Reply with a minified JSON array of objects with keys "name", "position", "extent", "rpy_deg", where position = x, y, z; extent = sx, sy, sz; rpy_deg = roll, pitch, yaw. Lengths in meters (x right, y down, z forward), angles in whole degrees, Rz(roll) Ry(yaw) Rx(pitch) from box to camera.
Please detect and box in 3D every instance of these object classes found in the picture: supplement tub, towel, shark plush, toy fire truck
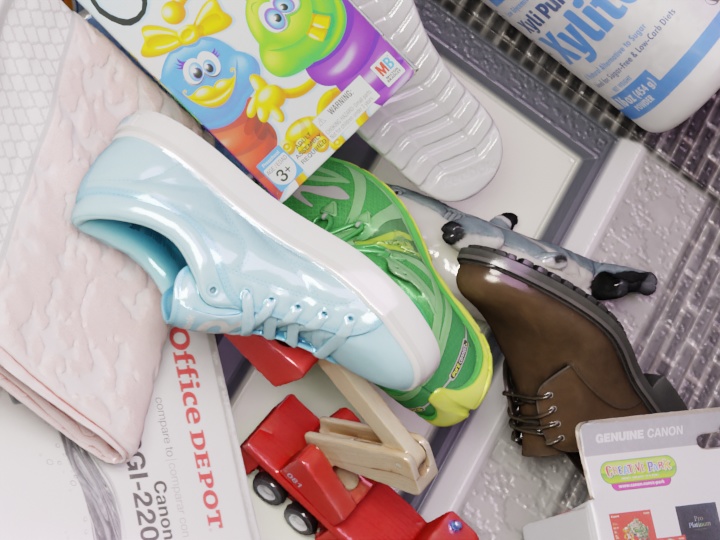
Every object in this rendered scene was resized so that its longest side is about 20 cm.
[{"name":"supplement tub","position":[0.147,-0.192,1.530],"extent":[0.200,0.132,0.132],"rpy_deg":[37,59,-7]},{"name":"towel","position":[-0.150,-0.033,1.240],"extent":[0.191,0.032,0.200],"rpy_deg":[45,48,-42]},{"name":"shark plush","position":[0.093,-0.015,1.474],"extent":[0.200,0.091,0.083],"rpy_deg":[-1,39,-20]},{"name":"toy fire truck","position":[-0.002,0.100,1.336],"extent":[0.200,0.141,0.049],"rpy_deg":[44,58,-3]}]

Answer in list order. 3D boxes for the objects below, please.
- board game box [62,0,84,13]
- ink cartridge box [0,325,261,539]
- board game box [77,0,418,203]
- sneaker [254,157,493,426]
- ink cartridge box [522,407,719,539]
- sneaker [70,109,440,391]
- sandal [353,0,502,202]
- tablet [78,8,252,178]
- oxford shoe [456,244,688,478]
[{"name":"board game box","position":[-0.169,-0.186,1.427],"extent":[0.151,0.037,0.200],"rpy_deg":[4,69,-25]},{"name":"ink cartridge box","position":[-0.166,0.102,1.292],"extent":[0.200,0.085,0.146],"rpy_deg":[-5,72,-29]},{"name":"board game box","position":[-0.081,-0.147,1.302],"extent":[0.103,0.105,0.200],"rpy_deg":[-44,105,3]},{"name":"sneaker","position":[0.000,0.000,1.378],"extent":[0.200,0.074,0.084],"rpy_deg":[50,15,33]},{"name":"ink cartridge box","position":[0.204,0.171,1.434],"extent":[0.200,0.084,0.176],"rpy_deg":[-3,75,-26]},{"name":"sneaker","position":[-0.057,0.011,1.231],"extent":[0.200,0.074,0.082],"rpy_deg":[35,64,1]},{"name":"sandal","position":[0.004,-0.122,1.419],"extent":[0.082,0.050,0.203],"rpy_deg":[-36,110,-3]},{"name":"tablet","position":[-0.102,-0.100,1.370],"extent":[0.200,0.014,0.130],"rpy_deg":[-32,106,0]},{"name":"oxford shoe","position":[0.113,0.062,1.417],"extent":[0.200,0.073,0.084],"rpy_deg":[47,69,-30]}]
